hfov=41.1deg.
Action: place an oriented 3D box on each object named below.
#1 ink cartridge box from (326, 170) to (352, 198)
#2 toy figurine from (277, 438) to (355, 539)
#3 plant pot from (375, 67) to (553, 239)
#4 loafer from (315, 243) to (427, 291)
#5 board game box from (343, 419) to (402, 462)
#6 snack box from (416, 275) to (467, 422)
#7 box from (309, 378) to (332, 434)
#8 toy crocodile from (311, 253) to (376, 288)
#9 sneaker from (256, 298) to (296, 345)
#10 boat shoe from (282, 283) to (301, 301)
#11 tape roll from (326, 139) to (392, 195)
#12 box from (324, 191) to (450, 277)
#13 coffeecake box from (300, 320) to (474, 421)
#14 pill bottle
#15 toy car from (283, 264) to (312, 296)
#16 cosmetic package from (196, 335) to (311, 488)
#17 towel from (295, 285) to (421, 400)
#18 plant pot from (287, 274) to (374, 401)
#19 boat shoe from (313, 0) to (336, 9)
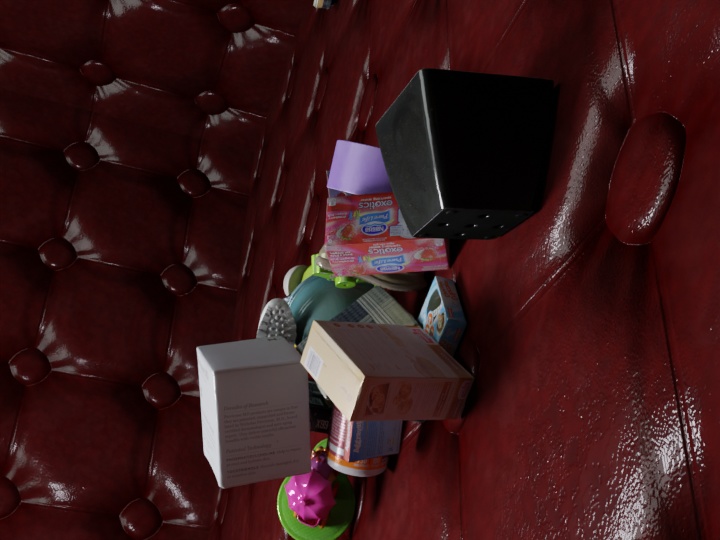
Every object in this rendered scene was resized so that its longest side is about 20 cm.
[{"bbox_3d":[0.020,-0.100,1.766,0.202,0.170,0.044,-98,21,-52],"label":"ink cartridge box"},{"bbox_3d":[-0.072,0.382,1.725,0.185,0.148,0.203,92,-160,-69],"label":"toy figurine"},{"bbox_3d":[0.146,-0.147,1.324,0.200,0.196,0.181,139,129,-66],"label":"plant pot"},{"bbox_3d":[0.022,-0.013,1.646,0.076,0.196,0.070,-82,6,-86],"label":"loafer"},{"bbox_3d":[0.027,0.193,1.494,0.019,0.101,0.204,19,107,51],"label":"board game box"},{"bbox_3d":[0.109,0.125,1.519,0.117,0.036,0.203,-101,27,-57],"label":"snack box"},{"bbox_3d":[-0.071,0.263,1.867,0.200,0.155,0.051,-139,62,-74],"label":"box"},{"bbox_3d":[0.000,0.000,1.734,0.062,0.196,0.069,-37,55,56],"label":"toy crocodile"},{"bbox_3d":[-0.157,0.132,1.787,0.081,0.075,0.203,-105,15,-58],"label":"sneaker"},{"bbox_3d":[-0.059,0.045,1.917,0.092,0.199,0.071,61,151,-6],"label":"boat shoe"},{"bbox_3d":[0.045,-0.162,1.674,0.200,0.196,0.087,-147,71,-75],"label":"tape roll"},{"bbox_3d":[0.045,-0.060,1.564,0.096,0.196,0.101,72,-163,-55],"label":"box"},{"bbox_3d":[0.038,0.143,1.375,0.153,0.197,0.074,42,119,48],"label":"coffeecake box"},{"bbox_3d":[0.005,0.237,1.644,0.113,0.111,0.204,-134,50,-73],"label":"pill bottle"},{"bbox_3d":[-0.076,0.085,2.063,0.173,0.148,0.204,12,94,47],"label":"toy car"},{"bbox_3d":[-0.185,0.238,1.659,0.167,0.163,0.204,-152,58,-68],"label":"cosmetic package"},{"bbox_3d":[-0.005,0.119,1.597,0.191,0.035,0.200,-37,27,-4],"label":"towel"},{"bbox_3d":[-0.028,0.131,1.774,0.197,0.197,0.203,-116,40,-56],"label":"plant pot"},{"bbox_3d":[-0.104,-0.888,3.106,0.201,0.061,0.076,-73,-2,-60],"label":"boat shoe"}]
